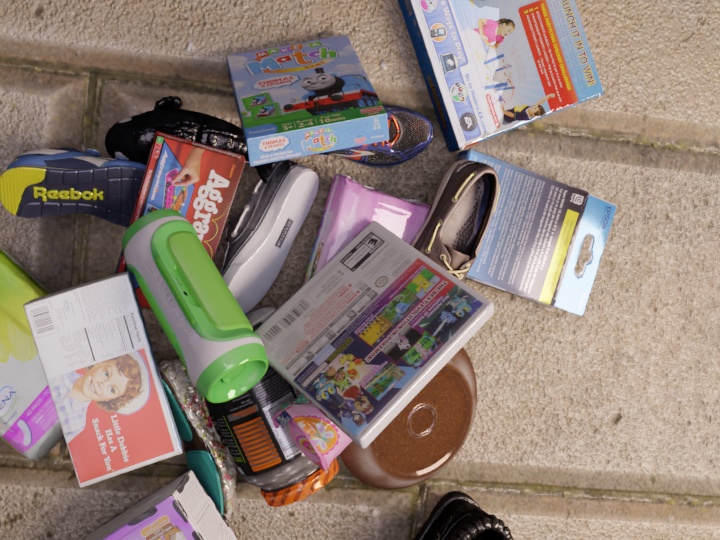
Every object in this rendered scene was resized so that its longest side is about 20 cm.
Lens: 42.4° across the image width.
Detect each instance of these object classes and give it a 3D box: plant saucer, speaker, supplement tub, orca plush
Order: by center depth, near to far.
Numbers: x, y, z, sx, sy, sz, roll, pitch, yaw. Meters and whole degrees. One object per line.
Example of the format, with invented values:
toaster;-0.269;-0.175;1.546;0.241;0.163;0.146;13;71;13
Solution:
speaker;-0.174;0.034;0.965;0.088;0.089;0.201;-32;66;-5
orca plush;-0.197;-0.137;1.048;0.196;0.071;0.107;20;93;0
supplement tub;-0.106;0.156;1.060;0.121;0.122;0.203;-25;98;-6
plant saucer;0.065;0.171;1.092;0.197;0.037;0.205;-10;110;-27

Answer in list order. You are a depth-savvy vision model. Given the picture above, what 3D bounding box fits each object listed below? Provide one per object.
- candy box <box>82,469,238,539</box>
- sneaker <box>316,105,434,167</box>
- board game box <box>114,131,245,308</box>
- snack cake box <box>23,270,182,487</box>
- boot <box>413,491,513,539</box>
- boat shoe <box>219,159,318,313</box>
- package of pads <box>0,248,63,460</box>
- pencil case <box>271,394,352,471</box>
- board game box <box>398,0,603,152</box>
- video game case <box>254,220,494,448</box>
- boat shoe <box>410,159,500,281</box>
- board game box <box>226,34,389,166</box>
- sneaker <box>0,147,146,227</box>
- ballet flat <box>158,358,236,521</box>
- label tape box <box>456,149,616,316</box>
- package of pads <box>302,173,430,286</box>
candy box;-0.211;0.361;1.057;0.166;0.072;0.202;-32;96;13
sneaker;-0.008;-0.161;1.086;0.195;0.078;0.077;-1;93;-8
board game box;-0.207;-0.047;1.043;0.101;0.020;0.203;12;113;-24
snack cake box;-0.274;0.114;0.999;0.113;0.067;0.204;-16;95;-12
boot;0.094;0.365;1.080;0.078;0.158;0.214;25;88;-8
boat shoe;-0.124;-0.040;1.081;0.067;0.072;0.203;26;86;30
package of pads;-0.387;0.096;1.046;0.200;0.068;0.155;44;85;-7
pencil case;0.000;0.118;0.994;0.199;0.087;0.088;-41;97;-16
board game box;0.168;-0.272;1.118;0.192;0.056;0.204;-20;95;-7
video game case;0.009;0.058;0.967;0.200;0.023;0.181;-42;56;-18
boat shoe;0.101;-0.026;1.050;0.071;0.059;0.203;22;92;-21
board game box;-0.064;-0.193;1.025;0.148;0.201;0.037;-12;128;-7
sneaker;-0.299;-0.100;1.042;0.196;0.083;0.075;7;115;-18
ballet flat;-0.179;0.192;1.084;0.063;0.075;0.204;-28;103;-40
label tape box;0.193;-0.045;1.127;0.196;0.066;0.146;18;90;-10
package of pads;0.000;0.000;1.090;0.118;0.076;0.204;16;91;-16
